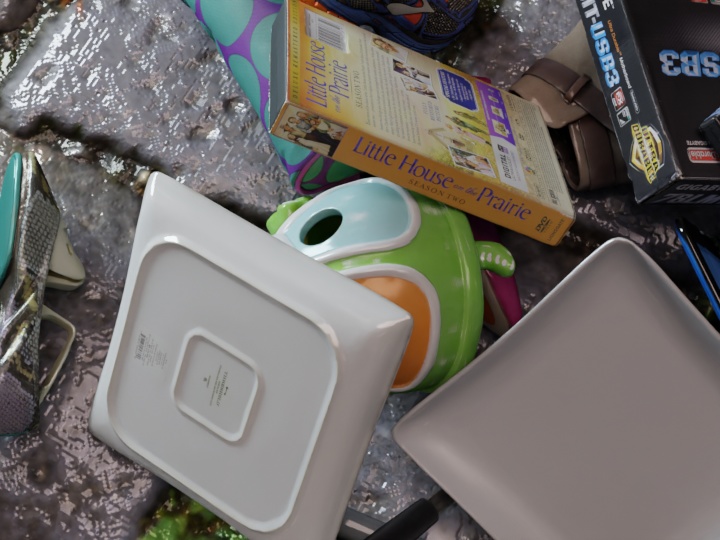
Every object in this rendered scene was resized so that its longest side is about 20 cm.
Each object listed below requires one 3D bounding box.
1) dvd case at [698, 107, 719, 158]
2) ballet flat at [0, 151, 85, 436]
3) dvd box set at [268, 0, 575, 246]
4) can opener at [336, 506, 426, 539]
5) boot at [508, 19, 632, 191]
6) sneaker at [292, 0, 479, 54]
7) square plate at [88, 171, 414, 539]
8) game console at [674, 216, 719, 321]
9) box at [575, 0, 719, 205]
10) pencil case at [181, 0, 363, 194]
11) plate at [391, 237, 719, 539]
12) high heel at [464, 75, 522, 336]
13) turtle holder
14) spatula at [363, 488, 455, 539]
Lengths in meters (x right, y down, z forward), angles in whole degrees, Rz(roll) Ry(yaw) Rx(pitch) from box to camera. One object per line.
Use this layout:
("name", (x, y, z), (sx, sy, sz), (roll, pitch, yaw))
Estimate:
("dvd case", (0.319, -0.082, 0.829), (0.200, 0.018, 0.143), (-36, 92, -37))
("ballet flat", (-0.226, 0.018, 0.845), (0.072, 0.072, 0.201), (6, 70, -1))
("dvd box set", (0.037, -0.098, 0.797), (0.199, 0.029, 0.147), (20, 32, -18))
("can opener", (0.028, 0.191, 0.790), (0.199, 0.067, 0.053), (22, 72, 10))
("boot", (0.175, -0.160, 0.920), (0.146, 0.070, 0.200), (-28, 73, -10))
("sneaker", (0.028, -0.208, 0.886), (0.200, 0.078, 0.076), (-7, 62, -51))
("square plate", (-0.082, 0.069, 0.758), (0.198, 0.201, 0.028), (29, 26, 21))
("game console", (0.310, 0.044, 0.825), (0.170, 0.118, 0.201), (-19, 72, -9))
("box", (0.249, -0.143, 0.854), (0.199, 0.050, 0.199), (-1, 68, -30))
("pencil case", (-0.056, -0.152, 0.891), (0.085, 0.092, 0.200), (-26, 72, -14))
("plate", (0.154, 0.106, 0.752), (0.200, 0.032, 0.200), (45, 114, -3))
("high heel", (0.092, -0.052, 0.880), (0.096, 0.067, 0.201), (-19, 76, -19))
("turtle holder", (0.004, -0.004, 0.805), (0.131, 0.141, 0.186), (-3, 55, -21))
("spatula", (0.059, 0.143, 0.795), (0.200, 0.021, 0.057), (-32, 79, -32))
